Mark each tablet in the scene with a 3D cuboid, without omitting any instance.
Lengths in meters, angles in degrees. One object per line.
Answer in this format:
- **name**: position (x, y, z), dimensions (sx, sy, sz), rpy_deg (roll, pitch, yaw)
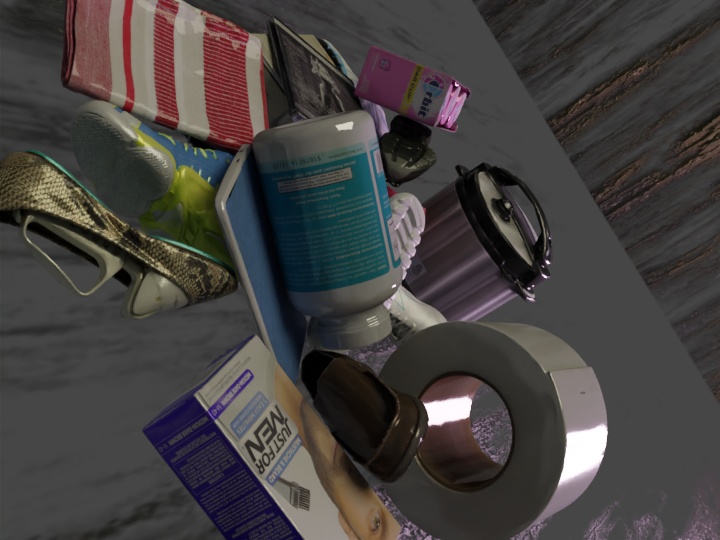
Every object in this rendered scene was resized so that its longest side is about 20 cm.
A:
- **tablet**: position (-0.083, 0.003, 0.697), dimensions (0.131, 0.014, 0.202), rpy_deg (-83, 161, -60)

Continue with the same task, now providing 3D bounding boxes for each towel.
- **towel**: position (-0.163, -0.185, 0.700), dimensions (0.199, 0.023, 0.145), rpy_deg (17, 56, -41)

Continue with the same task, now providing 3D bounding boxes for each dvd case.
- **dvd case**: position (-0.042, -0.203, 0.939), dimensions (0.148, 0.016, 0.201), rpy_deg (31, 31, -40)

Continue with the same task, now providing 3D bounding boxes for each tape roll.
- **tape roll**: position (0.125, 0.151, 0.779), dimensions (0.139, 0.202, 0.204), rpy_deg (9, 51, -58)

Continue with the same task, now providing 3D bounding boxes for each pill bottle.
- **pill bottle**: position (-0.024, -0.035, 0.714), dimensions (0.111, 0.110, 0.202), rpy_deg (-40, 121, -65)

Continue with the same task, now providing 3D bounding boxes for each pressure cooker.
- **pressure cooker**: position (0.151, -0.031, 1.045), dimensions (0.176, 0.199, 0.179), rpy_deg (47, 26, -16)

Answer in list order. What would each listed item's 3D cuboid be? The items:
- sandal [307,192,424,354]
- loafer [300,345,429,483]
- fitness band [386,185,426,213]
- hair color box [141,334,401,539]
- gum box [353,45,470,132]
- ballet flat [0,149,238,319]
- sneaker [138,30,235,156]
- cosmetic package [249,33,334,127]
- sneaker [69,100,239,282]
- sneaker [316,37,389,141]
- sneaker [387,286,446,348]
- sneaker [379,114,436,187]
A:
- **sandal**: position (0.003, 0.005, 0.839), dimensions (0.203, 0.050, 0.083), rpy_deg (-54, 129, -23)
- **loafer**: position (-0.009, 0.117, 0.676), dimensions (0.071, 0.074, 0.200), rpy_deg (30, -4, -22)
- **fitness band**: position (-0.003, -0.079, 0.941), dimensions (0.143, 0.038, 0.200), rpy_deg (28, 21, 15)
- **hair color box**: position (-0.060, 0.160, 0.599), dimensions (0.201, 0.065, 0.109), rpy_deg (55, 24, -6)
- **gum box**: position (0.076, -0.239, 1.075), dimensions (0.113, 0.067, 0.200), rpy_deg (24, 13, 10)
- **ballet flat**: position (-0.185, -0.008, 0.591), dimensions (0.199, 0.068, 0.076), rpy_deg (34, 54, -29)
- **sneaker**: position (-0.159, -0.151, 0.746), dimensions (0.140, 0.078, 0.200), rpy_deg (47, 23, 16)
- **cosmetic package**: position (-0.094, -0.236, 1.002), dimensions (0.106, 0.071, 0.200), rpy_deg (54, 25, -3)
- **sneaker**: position (-0.159, -0.080, 0.685), dimensions (0.200, 0.075, 0.106), rpy_deg (53, 32, -33)
- **sneaker**: position (-0.013, -0.238, 1.137), dimensions (0.087, 0.075, 0.201), rpy_deg (-34, 98, -52)
- **sneaker**: position (0.031, 0.045, 0.906), dimensions (0.201, 0.070, 0.080), rpy_deg (52, 29, 9)
- **sneaker**: position (0.054, -0.139, 1.027), dimensions (0.075, 0.080, 0.200), rpy_deg (25, 24, -1)
